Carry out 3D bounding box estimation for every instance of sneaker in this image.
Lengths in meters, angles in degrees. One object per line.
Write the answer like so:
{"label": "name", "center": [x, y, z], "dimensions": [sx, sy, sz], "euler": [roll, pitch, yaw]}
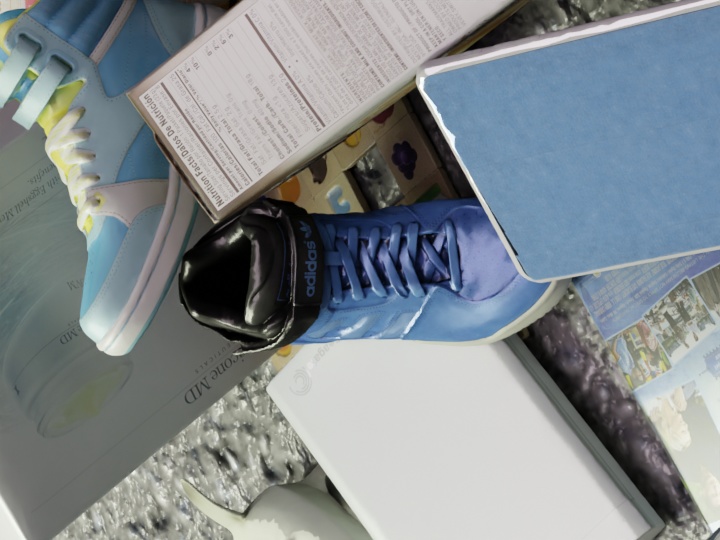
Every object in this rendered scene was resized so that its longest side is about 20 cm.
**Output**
{"label": "sneaker", "center": [-0.146, -0.062, 1.162], "dimensions": [0.080, 0.130, 0.200], "euler": [139, 146, -59]}
{"label": "sneaker", "center": [0.000, 0.001, 1.125], "dimensions": [0.200, 0.111, 0.077], "euler": [-5, 85, 35]}

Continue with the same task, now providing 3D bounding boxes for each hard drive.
{"label": "hard drive", "center": [0.050, 0.095, 1.179], "dimensions": [0.132, 0.026, 0.200], "euler": [-47, 67, 24]}

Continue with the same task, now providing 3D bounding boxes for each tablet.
{"label": "tablet", "center": [0.134, -0.059, 0.988], "dimensions": [0.200, 0.014, 0.130], "euler": [-11, 126, 30]}

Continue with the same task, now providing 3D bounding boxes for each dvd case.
{"label": "dvd case", "center": [0.183, 0.044, 1.055], "dimensions": [0.143, 0.018, 0.200], "euler": [-41, 72, 47]}

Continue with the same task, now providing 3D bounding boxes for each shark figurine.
{"label": "shark figurine", "center": [-0.010, 0.138, 1.268], "dimensions": [0.128, 0.090, 0.214], "euler": [50, 157, -27]}

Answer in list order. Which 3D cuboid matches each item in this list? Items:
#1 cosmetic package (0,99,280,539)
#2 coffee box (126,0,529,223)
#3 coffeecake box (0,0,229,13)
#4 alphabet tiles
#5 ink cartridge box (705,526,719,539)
{"label": "cosmetic package", "center": [-0.182, 0.014, 1.267], "dimensions": [0.123, 0.199, 0.200], "euler": [8, 131, 52]}
{"label": "coffee box", "center": [0.001, -0.119, 1.075], "dimensions": [0.200, 0.114, 0.080], "euler": [-35, 91, 31]}
{"label": "coffeecake box", "center": [-0.150, -0.227, 1.287], "dimensions": [0.153, 0.073, 0.200], "euler": [19, 118, 42]}
{"label": "alphabet tiles", "center": [-0.002, 0.003, 1.257], "dimensions": [0.200, 0.008, 0.167], "euler": [-39, 75, 48]}
{"label": "ink cartridge box", "center": [0.208, 0.150, 1.003], "dimensions": [0.117, 0.067, 0.200], "euler": [44, 137, 7]}
